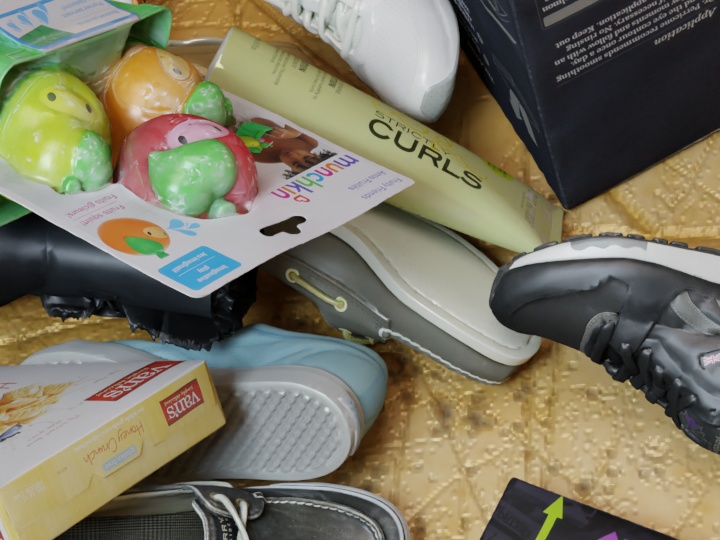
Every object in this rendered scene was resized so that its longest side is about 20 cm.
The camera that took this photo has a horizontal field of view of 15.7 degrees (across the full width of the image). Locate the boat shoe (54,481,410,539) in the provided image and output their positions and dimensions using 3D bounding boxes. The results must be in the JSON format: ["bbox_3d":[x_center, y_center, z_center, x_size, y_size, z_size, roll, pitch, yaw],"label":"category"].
[{"bbox_3d":[-0.072,0.136,1.236,0.198,0.071,0.073,-6,74,-6],"label":"boat shoe"}]

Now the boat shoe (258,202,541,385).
[{"bbox_3d":[0.001,-0.001,1.330,0.201,0.061,0.072,35,31,15],"label":"boat shoe"}]

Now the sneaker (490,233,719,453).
[{"bbox_3d":[0.158,0.040,1.244,0.198,0.076,0.088,6,68,6],"label":"sneaker"}]

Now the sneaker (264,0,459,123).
[{"bbox_3d":[-0.012,-0.144,1.400,0.080,0.071,0.201,1,37,-32],"label":"sneaker"}]

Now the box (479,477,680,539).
[{"bbox_3d":[0.091,0.206,1.195,0.142,0.036,0.201,18,66,23],"label":"box"}]

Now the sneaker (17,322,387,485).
[{"bbox_3d":[-0.076,0.062,1.318,0.199,0.074,0.082,7,25,25],"label":"sneaker"}]

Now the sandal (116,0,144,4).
[{"bbox_3d":[-0.121,-0.184,1.473,0.059,0.079,0.208,-19,64,-1],"label":"sandal"}]

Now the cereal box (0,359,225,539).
[{"bbox_3d":[-0.181,0.088,1.247,0.199,0.040,0.144,-5,20,42],"label":"cereal box"}]

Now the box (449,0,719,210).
[{"bbox_3d":[0.095,-0.176,1.336,0.117,0.200,0.197,-27,56,-4],"label":"box"}]

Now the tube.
[{"bbox_3d":[0.014,-0.060,1.322,0.199,0.052,0.058,26,64,-4],"label":"tube"}]

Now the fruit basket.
[{"bbox_3d":[-0.100,-0.062,1.201,0.199,0.094,0.185,22,28,26],"label":"fruit basket"}]

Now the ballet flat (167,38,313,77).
[{"bbox_3d":[-0.111,-0.093,1.373,0.199,0.069,0.063,0,46,-28],"label":"ballet flat"}]

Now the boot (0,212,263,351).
[{"bbox_3d":[-0.133,-0.005,1.319,0.167,0.200,0.077,8,90,0],"label":"boot"}]
